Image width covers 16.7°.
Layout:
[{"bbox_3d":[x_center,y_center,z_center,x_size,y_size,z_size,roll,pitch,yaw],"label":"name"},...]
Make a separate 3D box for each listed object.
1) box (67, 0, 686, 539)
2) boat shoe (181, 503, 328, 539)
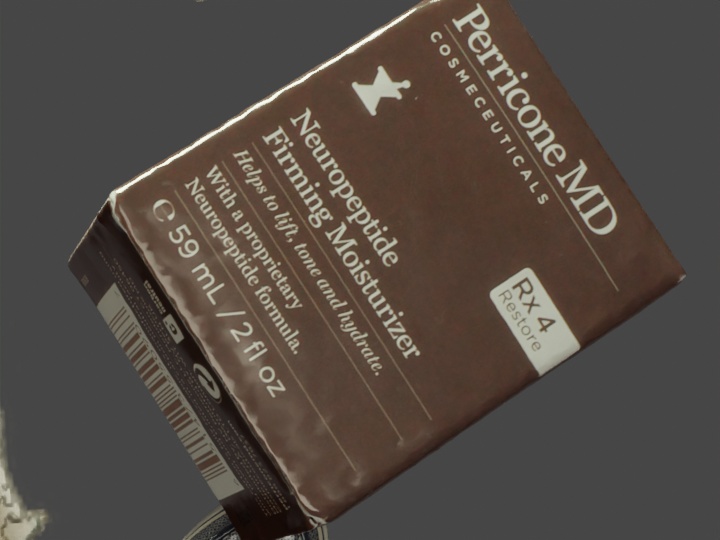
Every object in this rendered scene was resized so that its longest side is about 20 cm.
[{"bbox_3d":[0.000,0.000,1.092,0.200,0.164,0.166,-33,88,-16],"label":"box"},{"bbox_3d":[-0.085,0.185,1.134,0.075,0.093,0.200,37,87,-1],"label":"boat shoe"}]
